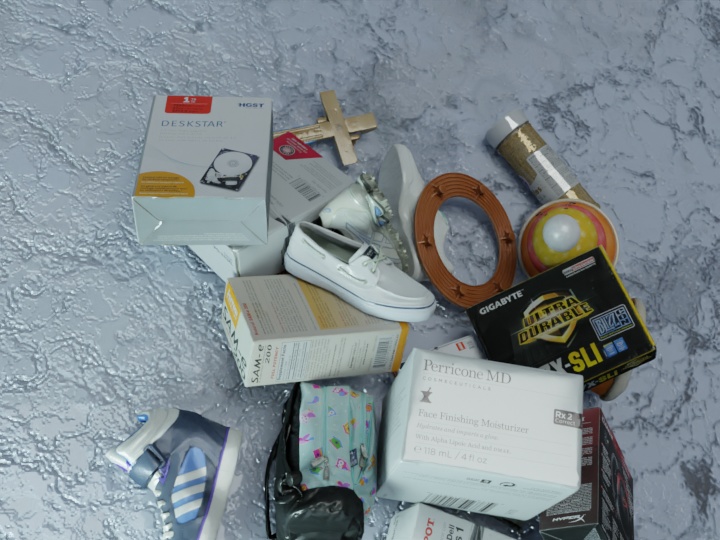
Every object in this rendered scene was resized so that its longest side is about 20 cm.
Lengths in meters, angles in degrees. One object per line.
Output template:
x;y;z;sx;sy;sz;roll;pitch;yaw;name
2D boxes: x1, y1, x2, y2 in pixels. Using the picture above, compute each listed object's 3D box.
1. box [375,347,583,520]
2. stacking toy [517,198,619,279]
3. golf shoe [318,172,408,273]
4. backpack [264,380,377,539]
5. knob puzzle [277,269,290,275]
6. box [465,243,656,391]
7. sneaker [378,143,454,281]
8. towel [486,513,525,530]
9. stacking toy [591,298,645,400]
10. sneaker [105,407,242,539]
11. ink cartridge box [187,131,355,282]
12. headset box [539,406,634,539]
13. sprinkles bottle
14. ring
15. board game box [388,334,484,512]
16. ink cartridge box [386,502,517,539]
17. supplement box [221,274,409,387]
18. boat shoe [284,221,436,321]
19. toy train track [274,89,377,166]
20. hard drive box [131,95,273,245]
0.129;0.193;1.142;0.198;0.200;0.131;9;65;-4;box
0.284;-0.042;1.370;0.145;0.200;0.147;-2;83;12;stacking toy
0.001;-0.044;1.304;0.097;0.200;0.078;-29;54;-2;golf shoe
-0.042;0.229;1.167;0.126;0.167;0.201;10;47;-9;backpack
-0.075;0.044;1.309;0.219;0.030;0.221;9;64;-17;knob puzzle
0.258;0.081;1.296;0.199;0.049;0.160;-25;65;7;box
0.084;-0.081;1.412;0.088;0.075;0.201;-4;77;-27;sneaker
0.168;0.216;1.316;0.192;0.035;0.201;29;60;-6;towel
0.279;0.083;1.372;0.199;0.146;0.147;18;60;4;stacking toy
-0.225;0.254;1.131;0.146;0.081;0.201;16;64;-4;sneaker
-0.124;-0.078;1.292;0.200;0.084;0.145;-31;56;-29;ink cartridge box
0.285;0.281;1.240;0.149;0.075;0.200;59;30;-32;headset box
0.276;-0.151;1.512;0.068;0.068;0.200;-34;81;-30;sprinkles bottle
0.154;-0.043;1.404;0.200;0.019;0.201;13;69;-35;ring
0.133;0.193;1.282;0.126;0.035;0.201;-16;69;-25;board game box
0.124;0.383;1.190;0.199;0.084;0.147;22;60;-10;ink cartridge box
-0.058;0.067;1.217;0.199;0.074;0.126;-3;36;-22;supplement box
0.000;0.000;1.206;0.199;0.067;0.074;19;33;9;boat shoe
-0.073;-0.191;1.425;0.199;0.033;0.115;-14;78;-20;toy train track
-0.187;-0.125;1.222;0.155;0.077;0.201;0;44;-3;hard drive box
